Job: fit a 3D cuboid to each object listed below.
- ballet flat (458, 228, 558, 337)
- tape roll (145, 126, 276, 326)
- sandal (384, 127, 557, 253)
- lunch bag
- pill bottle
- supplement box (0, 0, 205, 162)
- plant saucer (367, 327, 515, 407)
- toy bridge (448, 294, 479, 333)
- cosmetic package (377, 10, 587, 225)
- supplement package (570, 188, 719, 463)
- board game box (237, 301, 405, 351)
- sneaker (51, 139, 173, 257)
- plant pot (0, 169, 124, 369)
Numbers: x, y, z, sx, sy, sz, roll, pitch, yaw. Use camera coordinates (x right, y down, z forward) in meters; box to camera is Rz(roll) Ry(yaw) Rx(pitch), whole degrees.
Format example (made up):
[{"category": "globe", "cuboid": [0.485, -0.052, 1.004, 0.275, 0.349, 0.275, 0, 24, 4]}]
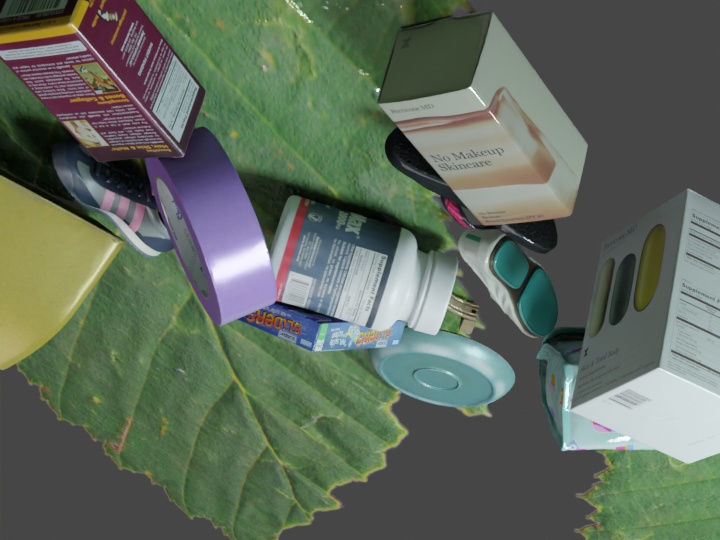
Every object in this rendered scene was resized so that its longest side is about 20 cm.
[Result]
[{"category": "ballet flat", "cuboid": [0.162, 0.008, 1.484, 0.069, 0.070, 0.200, 0, 153, 28]}, {"category": "tape roll", "cuboid": [-0.157, -0.046, 1.407, 0.066, 0.200, 0.200, -23, 156, -15]}, {"category": "sandal", "cuboid": [0.108, -0.076, 1.338, 0.200, 0.075, 0.045, 29, 134, -9]}, {"category": "lunch bag", "cuboid": [0.293, 0.127, 1.528, 0.170, 0.122, 0.200, 0, -170, 0]}, {"category": "pill bottle", "cuboid": [0.000, 0.000, 1.487, 0.200, 0.120, 0.120, 17, 153, -2]}, {"category": "supplement box", "cuboid": [-0.250, -0.197, 1.292, 0.110, 0.086, 0.200, -1, 148, 28]}, {"category": "plant saucer", "cuboid": [0.104, 0.135, 1.782, 0.200, 0.027, 0.200, 12, 153, 6]}, {"category": "toy bridge", "cuboid": [0.045, 0.025, 1.609, 0.200, 0.027, 0.067, 16, 150, 0]}, {"category": "cosmetic package", "cuboid": [0.114, -0.132, 1.218, 0.103, 0.087, 0.200, -5, 146, 37]}, {"category": "supplement package", "cuboid": [0.324, 0.059, 1.335, 0.150, 0.200, 0.152, 25, 151, -16]}, {"category": "board game box", "cuboid": [-0.053, 0.053, 1.565, 0.135, 0.035, 0.200, 21, -171, 29]}, {"category": "sneaker", "cuboid": [-0.262, -0.093, 1.529, 0.082, 0.070, 0.200, -20, 141, 24]}, {"category": "plant pot", "cuboid": [-0.420, -0.006, 1.541, 0.195, 0.200, 0.194, 30, 178, -24]}]
